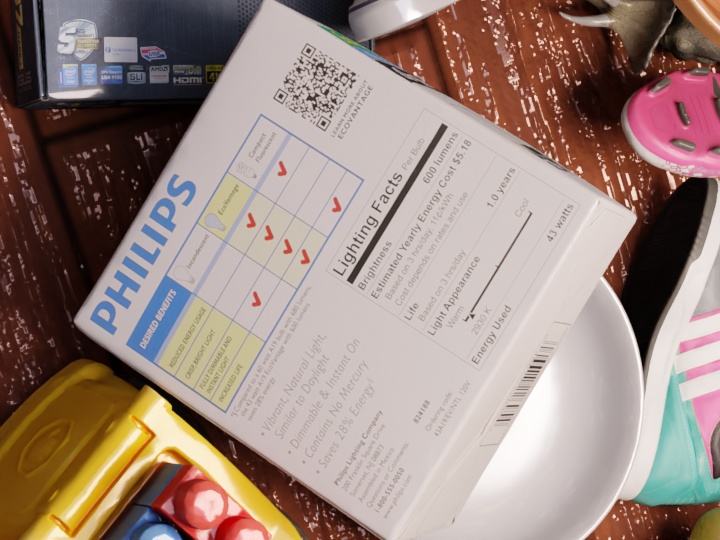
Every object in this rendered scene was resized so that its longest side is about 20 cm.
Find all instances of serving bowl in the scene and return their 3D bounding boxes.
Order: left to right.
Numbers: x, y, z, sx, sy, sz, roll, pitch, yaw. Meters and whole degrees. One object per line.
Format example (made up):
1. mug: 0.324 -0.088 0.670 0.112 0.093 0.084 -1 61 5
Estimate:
1. serving bowl: 0.062 0.072 1.192 0.199 0.066 0.201 1 88 -26

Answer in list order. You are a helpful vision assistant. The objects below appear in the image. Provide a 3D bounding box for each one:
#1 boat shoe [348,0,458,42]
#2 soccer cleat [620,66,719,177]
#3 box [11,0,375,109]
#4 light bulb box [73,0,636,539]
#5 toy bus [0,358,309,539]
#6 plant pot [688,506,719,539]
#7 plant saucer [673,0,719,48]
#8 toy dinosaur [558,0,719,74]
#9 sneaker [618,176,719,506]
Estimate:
1. boat shoe: 0.044 -0.189 1.157 0.200 0.072 0.066 -43 110 -46
2. soccer cleat: 0.229 -0.083 1.260 0.199 0.086 0.070 -12 70 -31
3. box: -0.092 -0.169 1.134 0.199 0.051 0.159 -2 89 -27
4. light bulb box: 0.000 0.000 1.058 0.200 0.125 0.199 33 96 15
5. toy bus: -0.087 0.149 1.052 0.200 0.192 0.136 46 70 -19
6. plant pot: 0.248 0.246 1.216 0.200 0.201 0.190 24 63 -23
7. plant saucer: 0.224 -0.200 1.076 0.199 0.032 0.202 1 87 -26
8. toy dinosaur: 0.230 -0.152 1.243 0.102 0.199 0.077 -35 119 -60
9. sneaker: 0.222 0.052 1.257 0.120 0.084 0.201 16 89 -19
